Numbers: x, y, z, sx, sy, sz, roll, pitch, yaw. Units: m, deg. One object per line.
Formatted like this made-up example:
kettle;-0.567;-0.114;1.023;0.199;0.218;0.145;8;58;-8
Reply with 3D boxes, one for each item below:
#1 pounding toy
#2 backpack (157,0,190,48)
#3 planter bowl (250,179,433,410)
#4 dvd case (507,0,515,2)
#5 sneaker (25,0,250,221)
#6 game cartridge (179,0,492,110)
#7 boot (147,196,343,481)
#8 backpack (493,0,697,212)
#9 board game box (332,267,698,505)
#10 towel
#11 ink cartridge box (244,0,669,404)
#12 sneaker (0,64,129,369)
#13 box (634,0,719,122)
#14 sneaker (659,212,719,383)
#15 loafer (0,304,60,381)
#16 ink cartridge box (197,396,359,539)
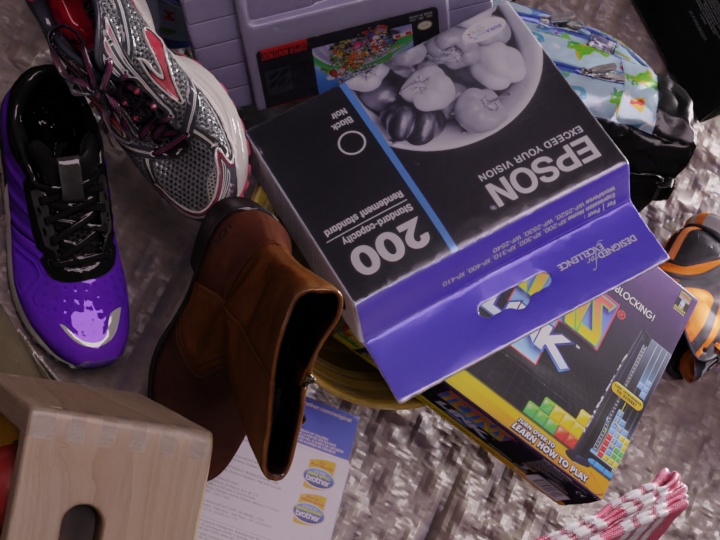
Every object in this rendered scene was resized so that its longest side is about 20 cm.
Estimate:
pounding toy;-0.182;0.167;0.869;0.142;0.184;0.201;11;89;-22
backpack;-0.120;-0.254;1.072;0.183;0.147;0.200;41;64;-13
planter bowl;0.000;0.000;1.076;0.200;0.083;0.201;6;75;-25
dvd case;0.066;-0.293;1.226;0.149;0.016;0.200;-35;89;-34
sneaker;-0.143;-0.113;0.967;0.200;0.081;0.075;56;26;-7
game cartridge;-0.012;-0.170;1.012;0.199;0.130;0.038;-15;48;-5
boot;-0.061;0.069;0.901;0.068;0.200;0.189;15;104;-22
backpack;0.114;-0.111;1.132;0.199;0.163;0.154;4;64;-14
board game box;0.106;0.031;1.041;0.200;0.057;0.166;37;67;-14
towel;0.111;0.202;1.032;0.200;0.146;0.030;-18;62;-26
ink cartridge box;0.058;-0.048;0.979;0.198;0.043;0.200;-28;66;-11
sneaker;-0.189;-0.039;1.003;0.069;0.100;0.201;-11;78;-23
box;0.342;-0.234;1.270;0.200;0.124;0.149;-24;84;-27
sneaker;0.294;0.059;1.196;0.200;0.078;0.112;40;67;6
loafer;-0.239;0.059;0.970;0.200;0.070;0.075;45;63;-4
ink cartridge box;-0.081;0.170;1.018;0.119;0.042;0.200;21;70;-14
